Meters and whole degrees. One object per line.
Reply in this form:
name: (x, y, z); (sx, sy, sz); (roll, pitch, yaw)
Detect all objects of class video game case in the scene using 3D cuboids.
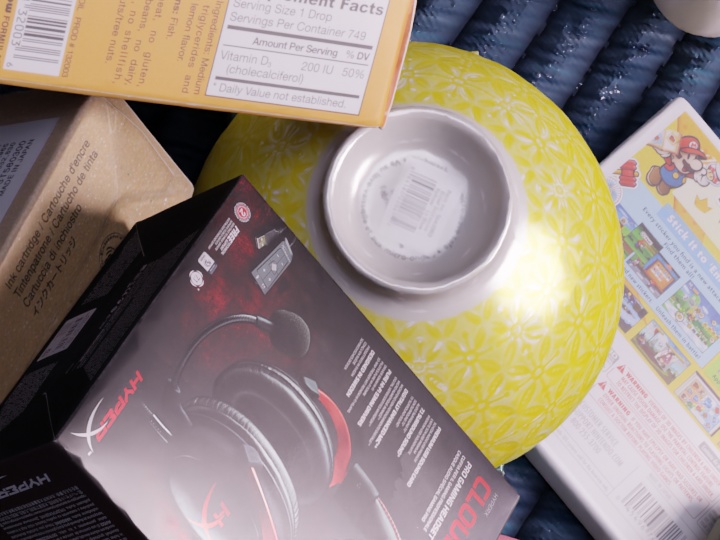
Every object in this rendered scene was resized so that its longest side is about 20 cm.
video game case: (0.155, 0.045, 1.202); (0.182, 0.023, 0.200); (-40, 88, -22)

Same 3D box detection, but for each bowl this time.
bowl: (0.022, -0.016, 1.070); (0.199, 0.108, 0.202); (1, 75, -3)

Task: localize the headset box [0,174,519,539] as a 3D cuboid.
headset box: (-0.036, 0.090, 0.954); (0.200, 0.075, 0.149); (50, 48, -18)

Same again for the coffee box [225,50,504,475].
coffee box: (0.000, 0.000, 1.143); (0.122, 0.044, 0.202); (-1, 75, -3)

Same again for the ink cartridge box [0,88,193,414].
ink cartridge box: (-0.180, 0.025, 1.004); (0.075, 0.164, 0.201); (52, 48, -36)

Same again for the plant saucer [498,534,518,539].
plant saucer: (0.034, 0.211, 1.060); (0.199, 0.051, 0.202); (-3, 102, -12)

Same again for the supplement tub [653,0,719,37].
supplement tub: (0.248, -0.184, 1.227); (0.199, 0.145, 0.146); (0, 75, -16)

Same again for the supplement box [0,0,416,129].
supplement box: (-0.081, -0.103, 0.981); (0.199, 0.067, 0.069); (7, 109, -30)

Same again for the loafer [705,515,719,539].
loafer: (0.159, 0.188, 1.121); (0.075, 0.070, 0.201); (24, 87, -9)
